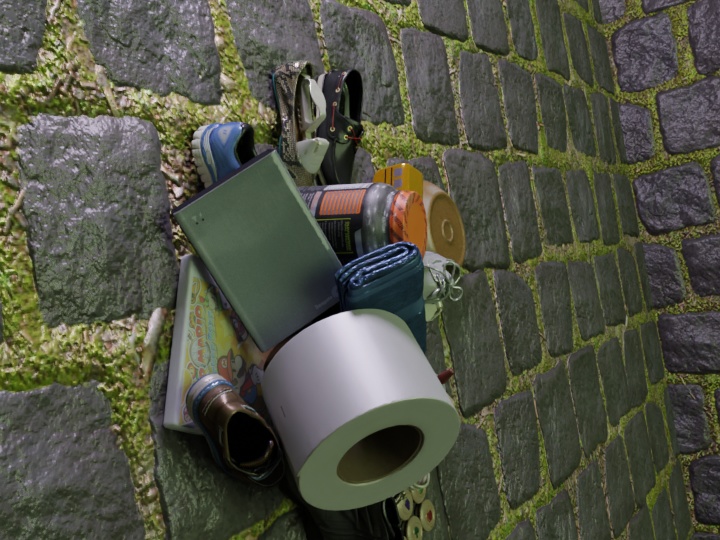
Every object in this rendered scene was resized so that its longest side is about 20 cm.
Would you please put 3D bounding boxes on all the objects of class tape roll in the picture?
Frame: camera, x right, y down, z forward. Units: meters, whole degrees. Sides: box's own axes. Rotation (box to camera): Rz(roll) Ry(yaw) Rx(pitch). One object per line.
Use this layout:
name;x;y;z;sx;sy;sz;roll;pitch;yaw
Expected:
tape roll;-0.002;0.163;0.969;0.202;0.202;0.140;37;18;-47

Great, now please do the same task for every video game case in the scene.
video game case;-0.155;0.102;0.998;0.182;0.023;0.202;28;58;-51

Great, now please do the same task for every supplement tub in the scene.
supplement tub;-0.021;-0.050;1.075;0.122;0.199;0.124;0;90;-67

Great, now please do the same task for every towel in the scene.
towel;0.029;0.053;1.030;0.049;0.111;0.201;52;-20;40

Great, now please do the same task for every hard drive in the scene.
hard drive;-0.111;-0.022;0.980;0.139;0.033;0.201;-34;111;-11

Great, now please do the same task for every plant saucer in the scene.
plant saucer;0.144;-0.068;1.496;0.200;0.035;0.202;25;60;-53

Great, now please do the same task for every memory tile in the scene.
memory tile;0.056;0.369;1.261;0.200;0.017;0.154;-33;108;-56

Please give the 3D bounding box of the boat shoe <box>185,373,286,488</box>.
boat shoe;-0.129;0.199;0.929;0.072;0.072;0.200;-45;138;-14

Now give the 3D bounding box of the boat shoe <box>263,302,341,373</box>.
boat shoe;-0.051;0.102;1.074;0.200;0.072;0.065;-39;112;-55

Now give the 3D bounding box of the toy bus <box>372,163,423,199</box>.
toy bus;0.057;-0.064;1.331;0.065;0.078;0.202;27;58;-51

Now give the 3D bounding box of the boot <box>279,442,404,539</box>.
boot;-0.018;0.288;1.054;0.070;0.131;0.201;-50;124;-50

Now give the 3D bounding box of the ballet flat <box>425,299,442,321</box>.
ballet flat;0.092;0.063;1.295;0.200;0.073;0.074;-24;101;-69

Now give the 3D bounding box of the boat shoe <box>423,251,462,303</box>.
boat shoe;0.112;0.016;1.237;0.202;0.086;0.075;-12;116;-69

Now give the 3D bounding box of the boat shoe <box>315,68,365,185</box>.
boat shoe;-0.030;-0.213;1.256;0.074;0.063;0.203;25;62;-55

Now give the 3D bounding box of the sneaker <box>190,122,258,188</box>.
sneaker;-0.139;-0.085;1.009;0.079;0.089;0.201;-35;112;-65

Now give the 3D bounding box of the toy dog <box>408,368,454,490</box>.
toy dog;0.080;0.202;1.190;0.131;0.096;0.201;32;45;-14

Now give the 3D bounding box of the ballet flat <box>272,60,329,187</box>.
ballet flat;-0.080;-0.200;1.158;0.068;0.075;0.202;7;75;-58

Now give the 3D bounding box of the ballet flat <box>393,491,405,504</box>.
ballet flat;0.060;0.267;1.232;0.201;0.046;0.068;-69;155;-45
